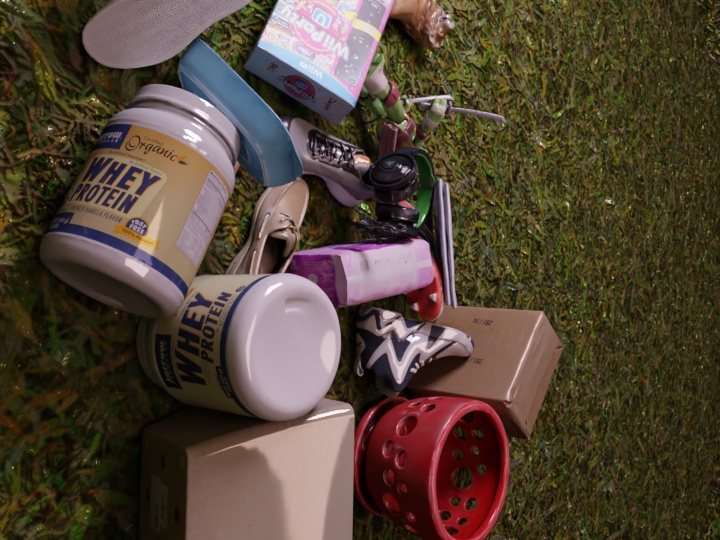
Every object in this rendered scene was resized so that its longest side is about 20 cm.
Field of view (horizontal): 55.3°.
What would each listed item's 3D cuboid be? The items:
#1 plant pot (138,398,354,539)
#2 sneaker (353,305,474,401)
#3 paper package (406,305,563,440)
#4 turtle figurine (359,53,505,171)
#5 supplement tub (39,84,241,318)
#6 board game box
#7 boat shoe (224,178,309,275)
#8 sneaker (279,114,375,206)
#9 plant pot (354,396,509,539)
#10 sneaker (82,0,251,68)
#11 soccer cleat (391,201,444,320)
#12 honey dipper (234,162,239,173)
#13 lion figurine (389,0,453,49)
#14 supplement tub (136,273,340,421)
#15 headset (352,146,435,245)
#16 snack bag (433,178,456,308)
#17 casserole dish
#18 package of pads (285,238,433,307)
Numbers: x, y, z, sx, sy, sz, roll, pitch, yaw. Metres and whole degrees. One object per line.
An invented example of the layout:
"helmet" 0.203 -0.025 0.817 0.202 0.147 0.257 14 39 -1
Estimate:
"plant pot" -0.134 0.242 0.749 0.175 0.199 0.203 3 88 -37
"sneaker" 0.075 0.138 1.044 0.197 0.079 0.131 17 85 -28
"paper package" 0.201 0.158 1.116 0.104 0.198 0.192 56 51 -31
"turtle figurine" 0.073 -0.258 1.031 0.194 0.199 0.145 41 26 -35
"supplement tub" -0.213 -0.069 0.693 0.144 0.143 0.202 39 61 -40
"board game box" -0.049 -0.320 0.914 0.146 0.064 0.202 27 67 -20
"boat shoe" -0.105 -0.040 0.872 0.072 0.064 0.202 48 53 -36
"sneaker" -0.039 -0.157 0.939 0.199 0.079 0.075 28 61 -45
"plant pot" 0.092 0.281 1.001 0.199 0.181 0.204 1 89 -49
"sneaker" -0.211 -0.293 0.757 0.198 0.116 0.074 -28 127 -8
"soccer cleat" 0.094 -0.018 1.061 0.085 0.068 0.202 9 54 -50
"honey dipper" -0.166 -0.096 0.831 0.038 0.038 0.202 37 65 -41
"lion figurine" 0.063 -0.424 1.085 0.198 0.072 0.124 -3 104 -35
"supplement tub" -0.135 0.077 0.736 0.144 0.198 0.147 2 87 -48
"headset" 0.058 -0.093 0.934 0.199 0.093 0.125 -35 130 -47
"snack bag" 0.133 -0.043 1.089 0.200 0.021 0.192 -36 121 -85
"casserole dish" -0.141 -0.168 0.766 0.039 0.200 0.121 -38 163 -17
"package of pads" 0.000 0.000 0.951 0.199 0.119 0.077 -12 99 -49
